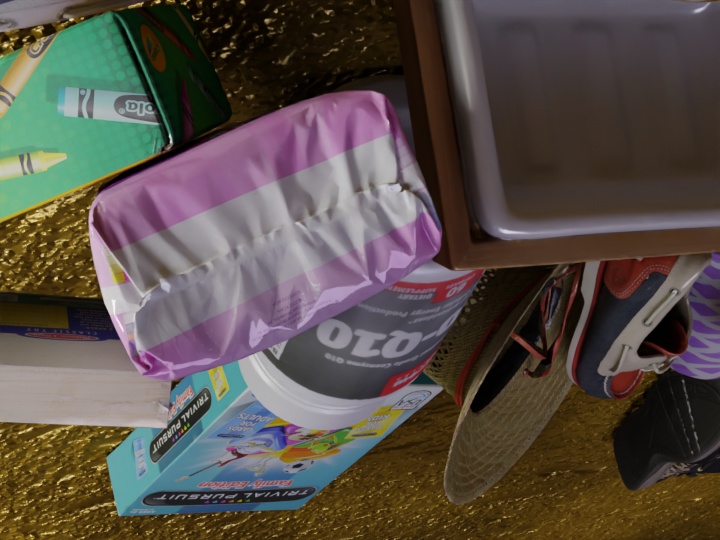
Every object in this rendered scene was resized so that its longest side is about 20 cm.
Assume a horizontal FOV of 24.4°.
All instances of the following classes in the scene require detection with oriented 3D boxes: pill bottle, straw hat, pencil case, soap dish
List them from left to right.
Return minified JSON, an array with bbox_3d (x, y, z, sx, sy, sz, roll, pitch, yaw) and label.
[{"bbox_3d":[0.000,0.000,0.875,0.113,0.115,0.200,-7,152,-19],"label":"pill bottle"},{"bbox_3d":[0.079,0.034,1.012,0.201,0.085,0.202,-46,156,-27],"label":"straw hat"},{"bbox_3d":[0.110,-0.079,0.751,0.198,0.159,0.081,-4,168,-23],"label":"soap dish"},{"bbox_3d":[0.226,-0.002,1.046,0.086,0.084,0.200,-50,163,-17],"label":"pencil case"}]

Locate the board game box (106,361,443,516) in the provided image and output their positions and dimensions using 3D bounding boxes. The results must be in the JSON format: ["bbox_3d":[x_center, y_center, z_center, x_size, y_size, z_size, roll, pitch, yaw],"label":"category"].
[{"bbox_3d":[-0.060,0.103,1.121,0.150,0.047,0.200,3,148,-35],"label":"board game box"}]

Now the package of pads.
[{"bbox_3d":[-0.046,-0.019,0.661,0.119,0.076,0.200,-21,-173,-6],"label":"package of pads"}]

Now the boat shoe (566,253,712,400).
[{"bbox_3d":[0.168,0.029,0.997,0.071,0.062,0.201,-50,159,-23],"label":"boat shoe"}]

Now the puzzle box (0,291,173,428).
[{"bbox_3d":[-0.184,0.033,0.714,0.198,0.026,0.133,4,-169,-13],"label":"puzzle box"}]

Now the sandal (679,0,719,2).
[{"bbox_3d":[0.088,-0.160,0.680,0.198,0.054,0.081,3,124,-5],"label":"sandal"}]

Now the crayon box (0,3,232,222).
[{"bbox_3d":[-0.162,-0.047,0.692,0.198,0.059,0.119,-21,-173,10],"label":"crayon box"}]

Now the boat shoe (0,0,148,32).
[{"bbox_3d":[-0.159,-0.110,0.623,0.198,0.071,0.070,-17,153,-16],"label":"boat shoe"}]

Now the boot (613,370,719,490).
[{"bbox_3d":[0.304,0.121,1.339,0.149,0.074,0.200,-6,156,-18],"label":"boot"}]
